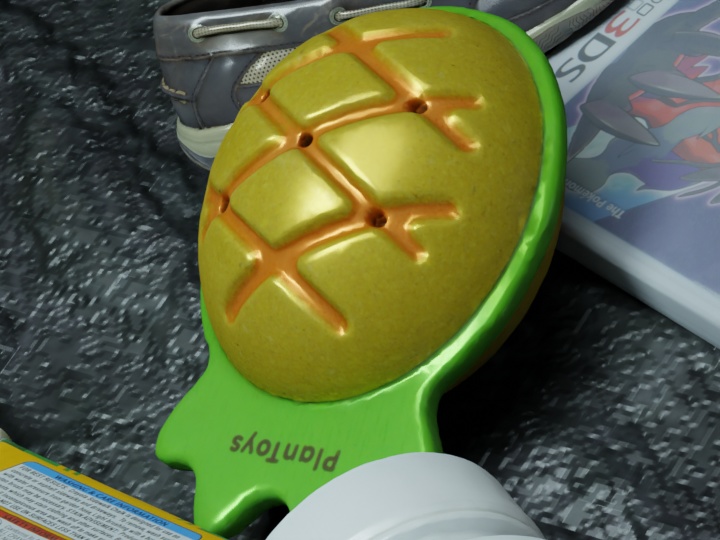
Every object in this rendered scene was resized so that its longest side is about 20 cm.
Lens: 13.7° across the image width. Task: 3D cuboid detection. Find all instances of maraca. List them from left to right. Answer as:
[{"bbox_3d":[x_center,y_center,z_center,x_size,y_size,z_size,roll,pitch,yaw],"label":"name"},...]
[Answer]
[{"bbox_3d":[0.000,0.000,0.999,0.137,0.107,0.201,3,65,39],"label":"maraca"}]

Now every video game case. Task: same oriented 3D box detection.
[{"bbox_3d":[0.153,-0.056,1.032,0.182,0.023,0.200,-42,45,-15],"label":"video game case"}]

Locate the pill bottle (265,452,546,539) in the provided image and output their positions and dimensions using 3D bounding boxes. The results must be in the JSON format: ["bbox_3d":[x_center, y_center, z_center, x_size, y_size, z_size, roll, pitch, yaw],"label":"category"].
[{"bbox_3d":[0.046,0.146,0.827,0.113,0.114,0.200,-32,43,-5],"label":"pill bottle"}]

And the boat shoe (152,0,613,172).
[{"bbox_3d":[0.015,-0.104,1.099,0.199,0.074,0.075,-26,24,3],"label":"boat shoe"}]

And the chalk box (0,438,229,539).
[{"bbox_3d":[-0.105,0.171,0.847,0.124,0.201,0.124,20,28,39],"label":"chalk box"}]

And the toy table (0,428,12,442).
[{"bbox_3d":[-0.176,0.105,0.978,0.183,0.117,0.201,-16,43,12],"label":"toy table"}]
